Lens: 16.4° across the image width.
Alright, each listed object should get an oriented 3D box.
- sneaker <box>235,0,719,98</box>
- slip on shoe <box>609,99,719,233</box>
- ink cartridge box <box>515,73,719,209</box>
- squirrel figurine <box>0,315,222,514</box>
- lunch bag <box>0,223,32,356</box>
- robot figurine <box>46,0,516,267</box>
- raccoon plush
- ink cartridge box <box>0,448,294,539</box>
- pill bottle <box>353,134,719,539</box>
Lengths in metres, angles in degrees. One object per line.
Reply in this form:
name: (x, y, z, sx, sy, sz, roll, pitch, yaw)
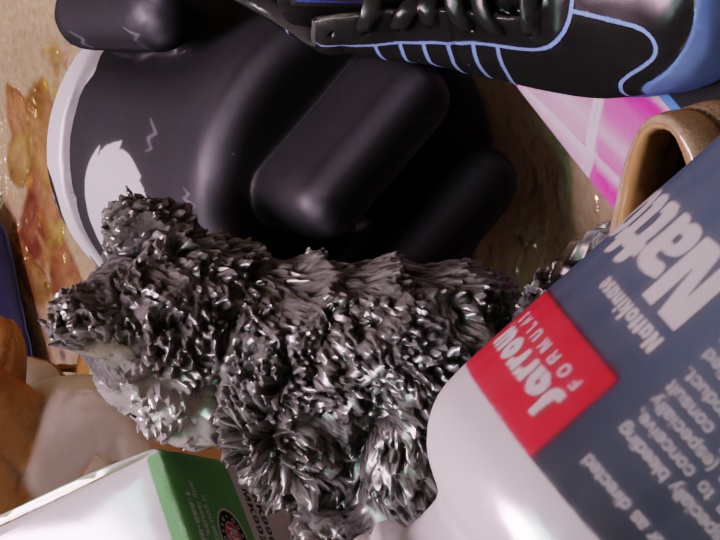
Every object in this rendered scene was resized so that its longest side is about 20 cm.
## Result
sneaker: (0.028, -0.087, 0.754, 0.200, 0.078, 0.070, 14, 109, 51)
slip on shoe: (0.081, 0.053, 0.659, 0.076, 0.060, 0.201, 30, 108, 52)
ink cartridge box: (0.082, -0.086, 0.782, 0.200, 0.037, 0.095, 57, 143, 36)
squirrel figurine: (-0.140, 0.117, 1.120, 0.187, 0.141, 0.201, 171, 91, -66)
lunch bag: (-0.236, 0.054, 1.254, 0.132, 0.135, 0.201, -27, 74, 58)
robot figurine: (-0.033, -0.037, 0.898, 0.200, 0.124, 0.151, 16, 113, 56)
raccoon plush: (0.000, 0.000, 0.768, 0.134, 0.097, 0.200, 42, 112, -11)
ink cartridge box: (-0.035, 0.149, 0.886, 0.084, 0.200, 0.146, -26, 72, 19)
pill bottle: (0.085, 0.045, 0.566, 0.200, 0.120, 0.120, -42, 51, 4)
